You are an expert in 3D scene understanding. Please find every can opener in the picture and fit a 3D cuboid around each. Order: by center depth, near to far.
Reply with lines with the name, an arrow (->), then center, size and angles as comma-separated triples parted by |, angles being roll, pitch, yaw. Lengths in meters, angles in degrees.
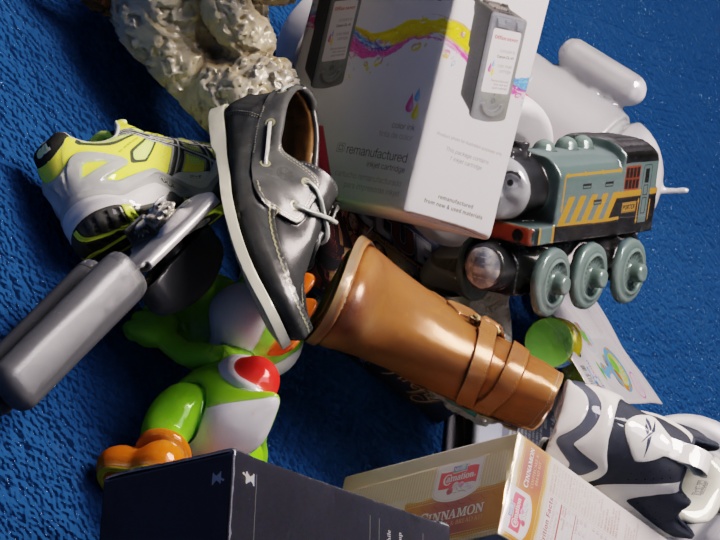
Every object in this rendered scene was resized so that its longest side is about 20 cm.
can opener -> -0.142, 0.020, 1.407 | 0.200, 0.053, 0.067 | -43, 107, -39

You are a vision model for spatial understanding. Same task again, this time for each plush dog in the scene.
plush dog -> -0.085, -0.205, 1.597 | 0.160, 0.172, 0.200 | 39, 13, -25

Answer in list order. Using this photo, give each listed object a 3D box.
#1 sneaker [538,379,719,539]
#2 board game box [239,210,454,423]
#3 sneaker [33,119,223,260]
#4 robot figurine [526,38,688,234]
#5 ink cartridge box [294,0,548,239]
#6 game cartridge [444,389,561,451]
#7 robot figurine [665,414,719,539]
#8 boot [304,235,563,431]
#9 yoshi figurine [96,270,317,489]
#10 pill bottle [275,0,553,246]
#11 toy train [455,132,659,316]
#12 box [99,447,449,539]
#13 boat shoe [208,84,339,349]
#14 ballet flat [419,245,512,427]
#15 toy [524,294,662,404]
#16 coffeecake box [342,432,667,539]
sneaker -> 0.174, 0.146, 1.596 | 0.129, 0.199, 0.080 | 18, 56, 4
board game box -> 0.000, 0.000, 1.710 | 0.200, 0.035, 0.136 | 37, 36, -32
sneaker -> -0.127, -0.063, 1.544 | 0.077, 0.075, 0.200 | 56, 25, 11
robot figurine -> 0.139, -0.084, 1.805 | 0.200, 0.170, 0.113 | 35, 15, 13
ink cartridge box -> 0.033, -0.133, 1.586 | 0.085, 0.147, 0.201 | 13, 89, -41
game cartridge -> 0.114, 0.148, 1.744 | 0.133, 0.041, 0.200 | 45, 32, -29
robot figurine -> 0.243, 0.166, 1.796 | 0.170, 0.113, 0.200 | 44, 4, 16
boot -> 0.053, 0.047, 1.542 | 0.154, 0.074, 0.200 | 30, 5, 10
yoshi figurine -> -0.095, 0.070, 1.478 | 0.112, 0.113, 0.200 | 16, 51, 7
pill bottle -> 0.032, -0.118, 1.726 | 0.119, 0.120, 0.200 | 16, 22, -49
toy train -> 0.134, -0.035, 1.654 | 0.200, 0.085, 0.114 | -7, 106, -55
box -> -0.049, 0.218, 1.326 | 0.182, 0.104, 0.201 | 26, 59, -44
boat shoe -> -0.046, -0.038, 1.459 | 0.200, 0.067, 0.072 | -100, 170, -47
ballet flat -> 0.074, 0.019, 1.708 | 0.072, 0.072, 0.200 | 37, 34, -32
toy -> 0.155, 0.059, 1.803 | 0.115, 0.047, 0.200 | 59, 12, 13
coffeecake box -> 0.102, 0.192, 1.556 | 0.200, 0.153, 0.073 | 36, 53, -32
